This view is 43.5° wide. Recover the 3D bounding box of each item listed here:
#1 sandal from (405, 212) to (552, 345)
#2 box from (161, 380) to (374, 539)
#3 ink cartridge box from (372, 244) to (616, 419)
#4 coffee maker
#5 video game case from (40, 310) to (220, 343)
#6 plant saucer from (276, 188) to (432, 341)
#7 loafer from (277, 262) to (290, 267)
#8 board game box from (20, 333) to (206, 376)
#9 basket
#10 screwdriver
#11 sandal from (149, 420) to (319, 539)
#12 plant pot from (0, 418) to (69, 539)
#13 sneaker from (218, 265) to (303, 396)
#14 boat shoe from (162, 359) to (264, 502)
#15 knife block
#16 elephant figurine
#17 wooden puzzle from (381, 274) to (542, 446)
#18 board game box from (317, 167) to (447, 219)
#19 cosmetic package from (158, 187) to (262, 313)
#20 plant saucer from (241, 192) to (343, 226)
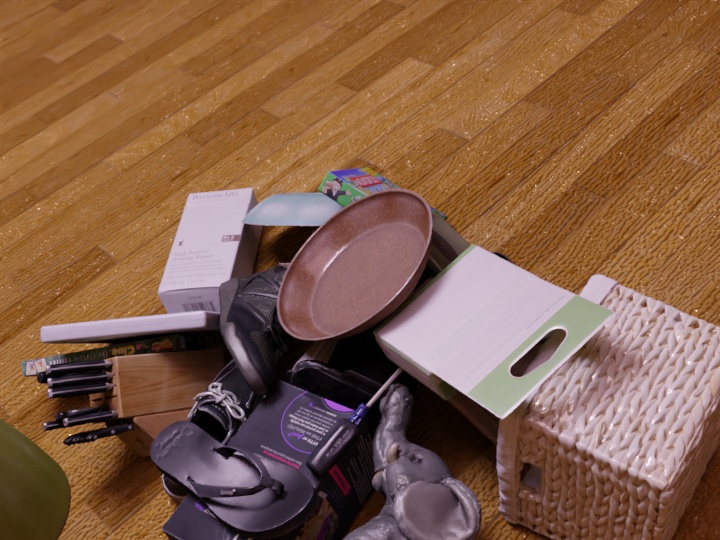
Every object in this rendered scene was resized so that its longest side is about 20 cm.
[{"bbox_3d":[0.133,0.006,0.974,0.201,0.057,0.080,41,47,3],"label":"sandal"},{"bbox_3d":[-0.082,0.233,0.922,0.122,0.106,0.200,17,52,31],"label":"box"},{"bbox_3d":[0.123,0.062,0.842,0.145,0.048,0.200,-40,37,-14],"label":"ink cartridge box"},{"bbox_3d":[0.040,0.084,1.023,0.192,0.135,0.200,7,48,20],"label":"coffee maker"},{"bbox_3d":[-0.255,0.071,1.104,0.199,0.182,0.022,-6,85,9],"label":"video game case"},{"bbox_3d":[0.000,0.000,0.954,0.200,0.037,0.201,-28,36,23],"label":"plant saucer"},{"bbox_3d":[-0.086,0.021,1.135,0.200,0.071,0.073,-44,13,-12],"label":"loafer"},{"bbox_3d":[-0.302,0.106,1.119,0.199,0.105,0.024,-10,81,7],"label":"board game box"},{"bbox_3d":[0.245,0.150,0.859,0.161,0.198,0.200,23,54,27],"label":"basket"},{"bbox_3d":[0.015,0.122,0.895,0.029,0.028,0.200,28,66,27],"label":"screwdriver"},{"bbox_3d":[-0.131,0.197,0.864,0.200,0.043,0.076,15,52,31],"label":"sandal"},{"bbox_3d":[-0.441,0.216,0.966,0.187,0.200,0.187,-8,43,7],"label":"plant pot"},{"bbox_3d":[-0.096,0.056,1.011,0.114,0.076,0.200,-23,28,3],"label":"sneaker"},{"bbox_3d":[-0.162,0.165,1.027,0.073,0.068,0.199,30,56,11],"label":"boat shoe"},{"bbox_3d":[-0.268,0.122,1.031,0.064,0.176,0.200,-14,35,41],"label":"knife block"},{"bbox_3d":[0.050,0.235,0.860,0.200,0.155,0.141,-47,26,-23],"label":"elephant figurine"},{"bbox_3d":[0.137,0.088,0.981,0.200,0.037,0.185,46,48,7],"label":"wooden puzzle"},{"bbox_3d":[0.034,-0.084,1.151,0.134,0.029,0.200,33,14,7],"label":"board game box"},{"bbox_3d":[-0.201,-0.023,1.241,0.101,0.074,0.200,-5,45,9],"label":"cosmetic package"},{"bbox_3d":[-0.059,-0.084,1.207,0.200,0.039,0.201,0,8,0],"label":"plant saucer"}]
